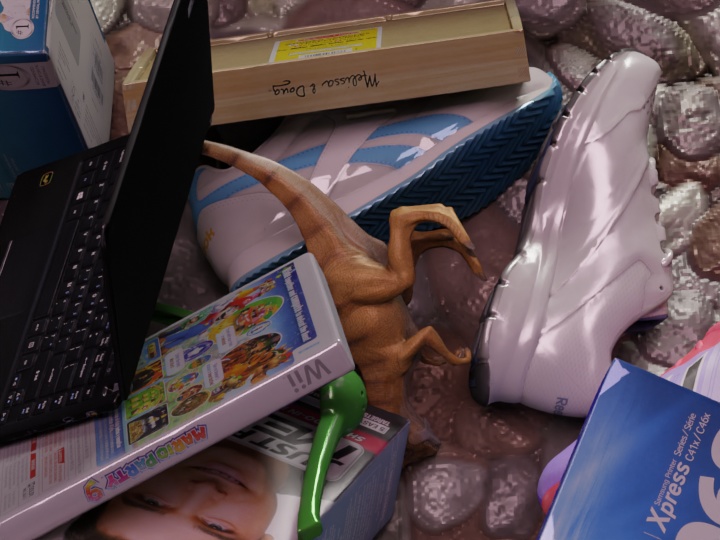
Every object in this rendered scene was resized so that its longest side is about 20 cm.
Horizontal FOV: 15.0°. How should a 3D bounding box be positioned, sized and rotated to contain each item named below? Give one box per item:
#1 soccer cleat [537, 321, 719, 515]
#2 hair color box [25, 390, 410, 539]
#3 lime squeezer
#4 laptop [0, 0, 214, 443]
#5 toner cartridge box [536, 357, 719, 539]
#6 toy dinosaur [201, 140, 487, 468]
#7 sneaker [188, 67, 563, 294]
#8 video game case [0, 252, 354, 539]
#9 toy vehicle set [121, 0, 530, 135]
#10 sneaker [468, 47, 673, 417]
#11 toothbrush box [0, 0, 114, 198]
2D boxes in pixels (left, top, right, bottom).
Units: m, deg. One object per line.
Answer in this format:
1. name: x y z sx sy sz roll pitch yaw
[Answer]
1. soccer cleat: 0.169 0.061 1.302 0.199 0.067 0.077 -23 57 -7
2. hair color box: -0.064 0.118 1.246 0.099 0.061 0.200 20 32 17
3. lime squeezer: -0.040 0.057 1.276 0.071 0.038 0.200 -34 43 -8
4. laptop: -0.136 -0.029 1.234 0.200 0.103 0.178 -17 43 35
5. toner cartridge box: 0.117 0.149 1.207 0.095 0.043 0.200 22 70 5
6. toy dinosaur: 0.000 0.000 1.300 0.106 0.060 0.200 -28 97 2
7. sneaker: 0.008 -0.058 1.374 0.200 0.077 0.081 -27 63 -8
8. video game case: -0.100 0.063 1.219 0.200 0.143 0.018 -28 107 2
9. toy vehicle set: -0.016 -0.104 1.379 0.199 0.124 0.027 -8 102 4
10. sneaker: 0.118 -0.015 1.351 0.087 0.075 0.201 18 74 2
11. toothbrush box: -0.238 -0.103 1.390 0.199 0.147 0.086 -3 63 7
